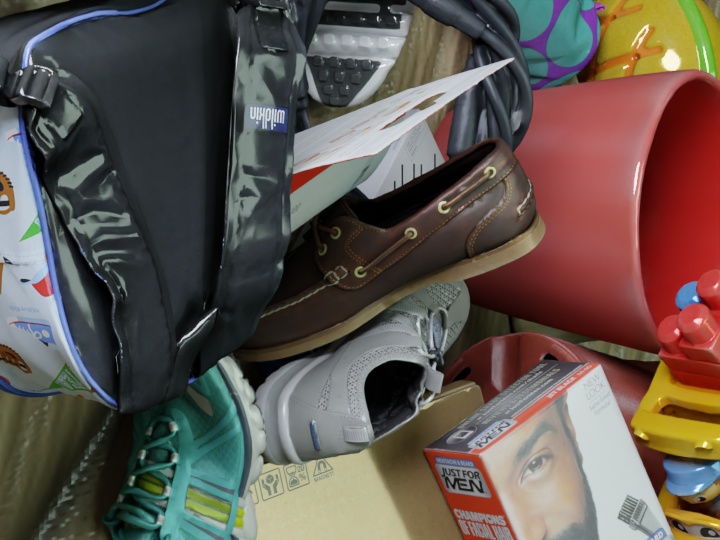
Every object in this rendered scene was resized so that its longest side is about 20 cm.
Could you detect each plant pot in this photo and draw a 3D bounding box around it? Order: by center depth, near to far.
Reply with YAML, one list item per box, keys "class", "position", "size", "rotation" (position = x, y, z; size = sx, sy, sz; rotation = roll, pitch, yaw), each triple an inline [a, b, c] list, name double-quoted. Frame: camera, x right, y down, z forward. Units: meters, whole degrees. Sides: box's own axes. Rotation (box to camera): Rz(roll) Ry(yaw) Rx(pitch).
- class: "plant pot"
  position: [0.149, -0.044, 1.457]
  size: [0.200, 0.177, 0.201]
  rotation: [-16, 108, -58]
- class: "plant pot"
  position: [0.152, 0.138, 1.492]
  size: [0.195, 0.201, 0.201]
  rotation: [25, 72, -50]

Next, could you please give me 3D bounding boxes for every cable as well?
- class: "cable"
  position: [0.021, -0.107, 1.257]
  size: [0.051, 0.163, 0.200]
  rotation: [-115, -176, -70]

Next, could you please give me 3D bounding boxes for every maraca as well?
- class: "maraca"
  position: [0.207, -0.164, 1.565]
  size: [0.107, 0.200, 0.137]
  rotation: [-2, 138, -27]

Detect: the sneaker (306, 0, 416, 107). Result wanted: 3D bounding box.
- class: "sneaker"
  position: [0.010, -0.195, 1.309]
  size: [0.081, 0.075, 0.200]
  rotation: [28, 74, -78]

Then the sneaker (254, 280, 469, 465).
- class: "sneaker"
  position: [0.021, 0.061, 1.256]
  size: [0.200, 0.082, 0.075]
  rotation: [-44, 128, -47]

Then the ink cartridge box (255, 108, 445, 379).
- class: "ink cartridge box"
  position: [0.000, 0.000, 1.338]
  size: [0.200, 0.044, 0.094]
  rotation: [-63, 141, -33]

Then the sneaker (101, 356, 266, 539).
- class: "sneaker"
  position: [-0.100, 0.120, 1.156]
  size: [0.080, 0.077, 0.200]
  rotation: [-21, 112, -48]

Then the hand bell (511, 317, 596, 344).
- class: "hand bell"
  position: [0.223, 0.026, 1.573]
  size: [0.104, 0.200, 0.104]
  rotation: [-10, 102, -59]

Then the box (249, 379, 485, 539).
- class: "box"
  position: [0.008, 0.173, 1.290]
  size: [0.200, 0.021, 0.164]
  rotation: [-18, 100, -34]

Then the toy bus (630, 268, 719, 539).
- class: "toy bus"
  position: [0.241, 0.095, 1.359]
  size: [0.192, 0.136, 0.200]
  rotation: [44, 67, -37]

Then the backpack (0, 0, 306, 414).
- class: "backpack"
  position: [-0.129, -0.032, 1.005]
  size: [0.200, 0.154, 0.191]
  rotation: [-25, 108, -48]

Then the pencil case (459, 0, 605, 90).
- class: "pencil case"
  position: [0.097, -0.213, 1.438]
  size: [0.092, 0.085, 0.200]
  rotation: [-47, 140, -10]

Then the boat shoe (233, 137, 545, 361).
- class: "boat shoe"
  position: [0.005, -0.016, 1.226]
  size: [0.070, 0.200, 0.070]
  rotation: [-112, 175, -57]

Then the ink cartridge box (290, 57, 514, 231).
- class: "ink cartridge box"
  position: [-0.023, -0.045, 1.138]
  size: [0.160, 0.200, 0.047]
  rotation: [-37, 107, -52]

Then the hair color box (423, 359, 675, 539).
- class: "hair color box"
  position: [0.132, 0.169, 1.326]
  size: [0.111, 0.064, 0.200]
  rotation: [-34, 108, -29]
